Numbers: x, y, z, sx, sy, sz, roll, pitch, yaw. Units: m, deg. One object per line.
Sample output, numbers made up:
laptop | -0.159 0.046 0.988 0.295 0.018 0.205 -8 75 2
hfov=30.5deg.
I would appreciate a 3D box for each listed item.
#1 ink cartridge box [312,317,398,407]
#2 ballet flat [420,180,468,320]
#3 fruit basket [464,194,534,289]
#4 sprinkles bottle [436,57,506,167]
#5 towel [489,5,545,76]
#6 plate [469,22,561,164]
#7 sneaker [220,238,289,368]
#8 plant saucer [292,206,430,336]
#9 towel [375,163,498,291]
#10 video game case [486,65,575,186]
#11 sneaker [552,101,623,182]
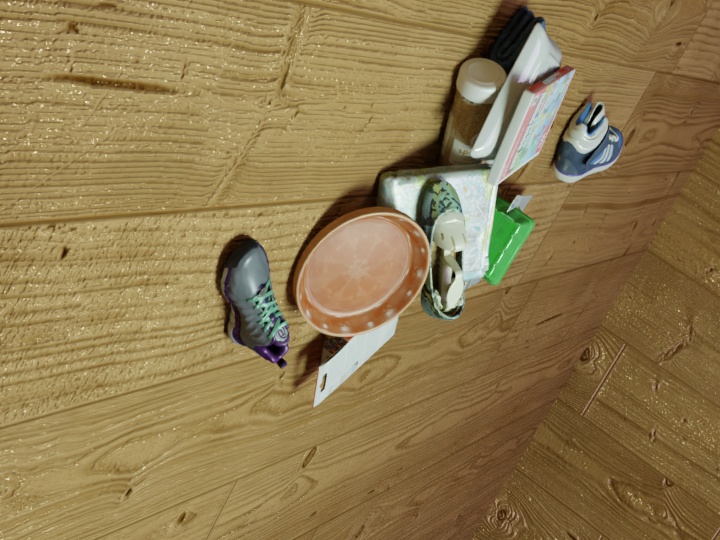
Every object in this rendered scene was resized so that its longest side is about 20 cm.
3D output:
ink cartridge box | -0.018 0.106 1.990 0.200 0.050 0.110 -40 156 -33
ballet flat | 0.123 -0.023 1.826 0.074 0.074 0.203 -32 128 -46
fruit basket | 0.234 -0.056 2.290 0.187 0.093 0.200 -59 175 12
sprinkles bottle | 0.155 -0.204 1.872 0.068 0.068 0.201 -40 155 -35
towel | 0.225 -0.288 1.929 0.112 0.048 0.200 -51 161 -16
plate | 0.230 -0.238 1.866 0.202 0.032 0.199 -63 165 7
sneaker | -0.116 0.041 1.611 0.074 0.087 0.201 -45 158 -25
plant saucer | 0.000 0.000 1.781 0.198 0.032 0.202 -15 129 -18
towel | 0.104 -0.063 1.868 0.198 0.048 0.174 -8 114 -29
video game case | 0.243 -0.208 1.867 0.200 0.017 0.144 -36 151 -59
sneaker | 0.438 -0.254 2.414 0.199 0.080 0.147 -32 154 -37
